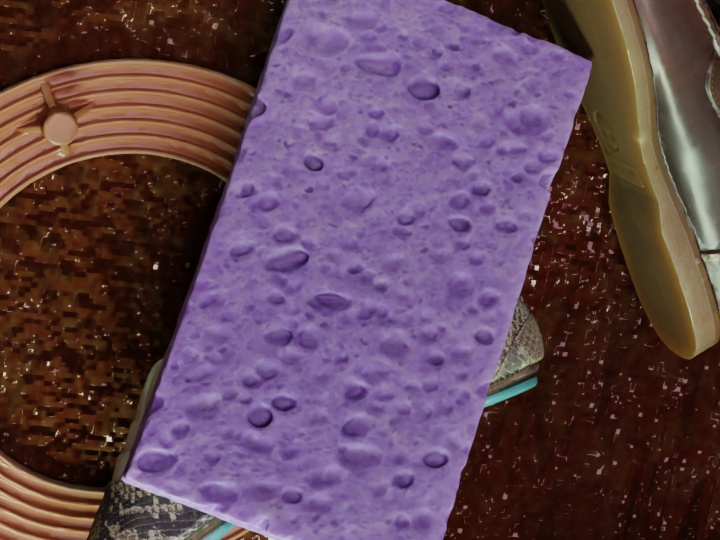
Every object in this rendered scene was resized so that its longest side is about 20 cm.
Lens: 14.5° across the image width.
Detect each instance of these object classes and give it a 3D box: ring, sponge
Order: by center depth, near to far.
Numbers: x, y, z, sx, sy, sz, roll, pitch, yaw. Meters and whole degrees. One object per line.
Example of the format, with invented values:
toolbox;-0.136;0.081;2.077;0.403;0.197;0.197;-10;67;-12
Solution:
sponge;0.000;0.000;0.988;0.111;0.030;0.201;20;79;-8
ring;-0.086;0.021;1.031;0.199;0.019;0.201;-5;110;-14

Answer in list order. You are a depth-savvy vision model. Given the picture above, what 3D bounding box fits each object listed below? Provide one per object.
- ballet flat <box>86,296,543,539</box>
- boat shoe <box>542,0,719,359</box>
ballet flat;-0.030;0.049;1.020;0.199;0.068;0.076;-28;93;-12
boat shoe;0.117;-0.066;1.036;0.070;0.070;0.201;-26;121;-11
